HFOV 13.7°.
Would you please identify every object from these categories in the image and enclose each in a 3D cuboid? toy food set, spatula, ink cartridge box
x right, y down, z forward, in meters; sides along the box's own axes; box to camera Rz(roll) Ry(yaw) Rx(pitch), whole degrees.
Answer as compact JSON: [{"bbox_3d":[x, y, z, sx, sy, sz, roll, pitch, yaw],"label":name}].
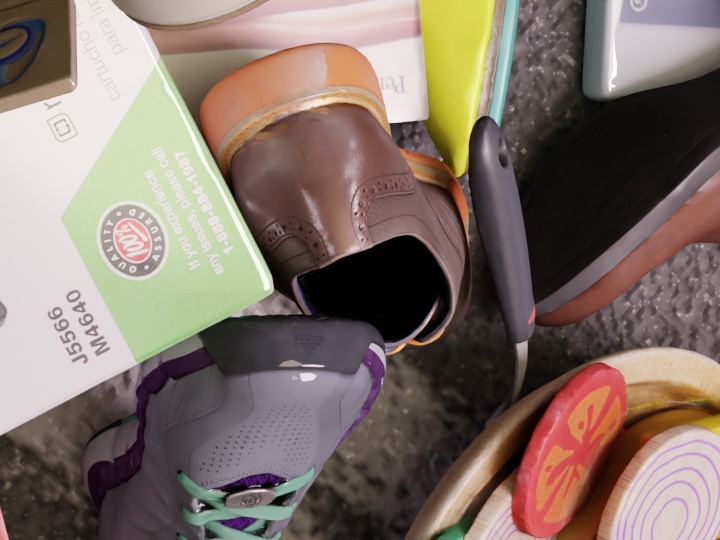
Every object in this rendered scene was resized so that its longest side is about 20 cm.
[{"bbox_3d":[0.076,0.116,1.011,0.199,0.049,0.199,-11,119,-41],"label":"toy food set"},{"bbox_3d":[0.048,0.031,0.995,0.020,0.057,0.201,5,130,11],"label":"spatula"},{"bbox_3d":[-0.147,-0.018,0.843,0.199,0.084,0.146,-28,109,-3],"label":"ink cartridge box"}]

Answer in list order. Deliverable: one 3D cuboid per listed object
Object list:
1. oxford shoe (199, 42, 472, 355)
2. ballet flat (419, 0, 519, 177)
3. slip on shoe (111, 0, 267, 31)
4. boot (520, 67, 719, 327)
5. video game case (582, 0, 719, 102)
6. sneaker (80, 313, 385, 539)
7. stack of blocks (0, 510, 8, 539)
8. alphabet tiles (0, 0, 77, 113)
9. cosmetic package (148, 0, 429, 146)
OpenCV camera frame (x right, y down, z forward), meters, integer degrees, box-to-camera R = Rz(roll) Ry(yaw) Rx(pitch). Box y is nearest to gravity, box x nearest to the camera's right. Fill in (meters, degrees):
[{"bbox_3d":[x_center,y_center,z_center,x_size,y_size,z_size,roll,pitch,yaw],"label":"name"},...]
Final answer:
[{"bbox_3d":[0.000,0.000,0.944,0.071,0.200,0.073,-24,68,8],"label":"oxford shoe"},{"bbox_3d":[0.032,-0.134,1.010,0.067,0.067,0.201,12,88,-1],"label":"ballet flat"},{"bbox_3d":[-0.015,-0.107,0.846,0.076,0.200,0.061,-2,120,16],"label":"slip on shoe"},{"bbox_3d":[0.163,-0.001,1.075,0.188,0.068,0.200,-46,125,-6],"label":"boot"},{"bbox_3d":[0.169,-0.157,1.076,0.181,0.023,0.201,1,94,-22],"label":"video game case"},{"bbox_3d":[-0.036,0.074,0.916,0.074,0.200,0.088,0,73,-15],"label":"sneaker"},{"bbox_3d":[-0.207,0.116,0.935,0.199,0.059,0.116,-16,100,-19],"label":"stack of blocks"},{"bbox_3d":[-0.167,-0.074,0.782,0.199,0.168,0.008,-17,134,10],"label":"alphabet tiles"},{"bbox_3d":[-0.046,-0.142,0.958,0.103,0.087,0.201,-10,99,-21],"label":"cosmetic package"}]
